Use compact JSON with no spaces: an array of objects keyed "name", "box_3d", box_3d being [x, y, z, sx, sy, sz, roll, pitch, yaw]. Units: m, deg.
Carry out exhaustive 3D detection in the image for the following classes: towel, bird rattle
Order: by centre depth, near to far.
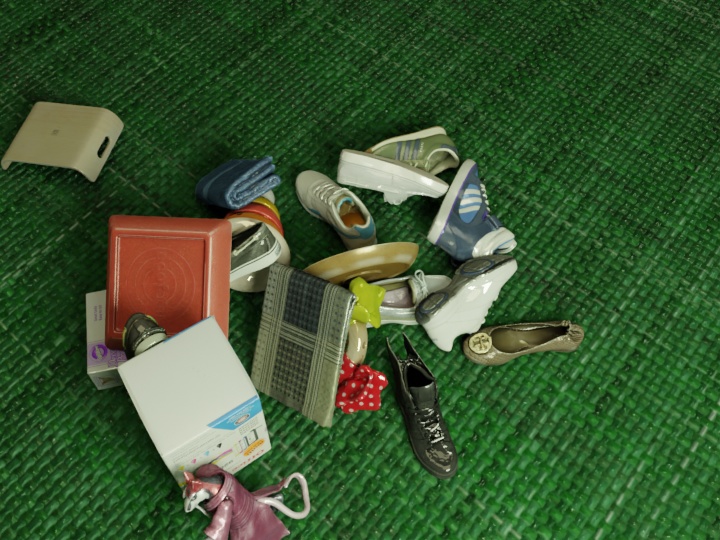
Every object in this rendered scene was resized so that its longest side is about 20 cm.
[{"name":"towel","box_3d":[-0.086,0.106,1.136,0.190,0.034,0.205,18,100,42]},{"name":"bird rattle","box_3d":[-0.028,0.113,1.181,0.160,0.206,0.111,6,11,39]},{"name":"towel","box_3d":[-0.217,-0.152,1.319,0.111,0.049,0.199,-36,23,-19]}]

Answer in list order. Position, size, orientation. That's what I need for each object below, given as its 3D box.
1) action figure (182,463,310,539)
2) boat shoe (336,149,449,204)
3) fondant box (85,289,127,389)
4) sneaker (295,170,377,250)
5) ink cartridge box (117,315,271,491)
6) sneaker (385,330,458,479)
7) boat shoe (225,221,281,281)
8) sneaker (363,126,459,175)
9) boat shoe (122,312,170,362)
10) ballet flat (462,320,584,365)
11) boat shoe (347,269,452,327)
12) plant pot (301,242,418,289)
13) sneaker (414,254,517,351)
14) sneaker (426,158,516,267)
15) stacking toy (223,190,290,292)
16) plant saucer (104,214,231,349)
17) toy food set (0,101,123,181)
[{"name":"action figure","box_3d":[-0.160,0.312,1.000,0.146,0.201,0.135,-26,47,4]},{"name":"boat shoe","box_3d":[0.053,-0.152,1.337,0.195,0.070,0.072,15,16,-6]},{"name":"fondant box","box_3d":[-0.331,0.093,1.225,0.195,0.059,0.147,-11,58,-5]},{"name":"sneaker","box_3d":[-0.042,-0.117,1.342,0.076,0.081,0.200,-38,63,-19]},{"name":"ink cartridge box","box_3d":[-0.224,0.197,1.075,0.145,0.202,0.146,-29,63,-18]},{"name":"sneaker","box_3d":[0.089,0.197,1.128,0.059,0.105,0.202,-18,59,-12]},{"name":"boat shoe","box_3d":[-0.220,-0.017,1.190,0.197,0.064,0.071,-26,36,11]},{"name":"sneaker","box_3d":[0.091,-0.194,1.395,0.196,0.068,0.091,-22,55,-17]},{"name":"boat shoe","box_3d":[-0.301,0.129,1.115,0.071,0.203,0.061,-31,67,-25]},{"name":"ballet flat","box_3d":[0.258,0.108,1.218,0.195,0.047,0.069,-5,57,-2]},{"name":"boat shoe","box_3d":[0.063,0.043,1.249,0.197,0.065,0.076,-7,58,-4]},{"name":"plant pot","box_3d":[0.000,0.000,1.208,0.195,0.200,0.028,-12,78,-7]},{"name":"sneaker","box_3d":[0.175,0.046,1.230,0.198,0.088,0.074,-36,23,-15]},{"name":"sneaker","box_3d":[0.208,-0.089,1.333,0.144,0.081,0.202,28,53,2]},{"name":"stacking toy","box_3d":[-0.183,-0.076,1.311,0.142,0.149,0.202,1,39,1]},{"name":"plant saucer","box_3d":[-0.293,0.022,1.145,0.195,0.037,0.205,3,92,7]},{"name":"toy food set","box_3d":[-0.558,-0.237,1.442,0.195,0.061,0.146,8,59,15]}]
